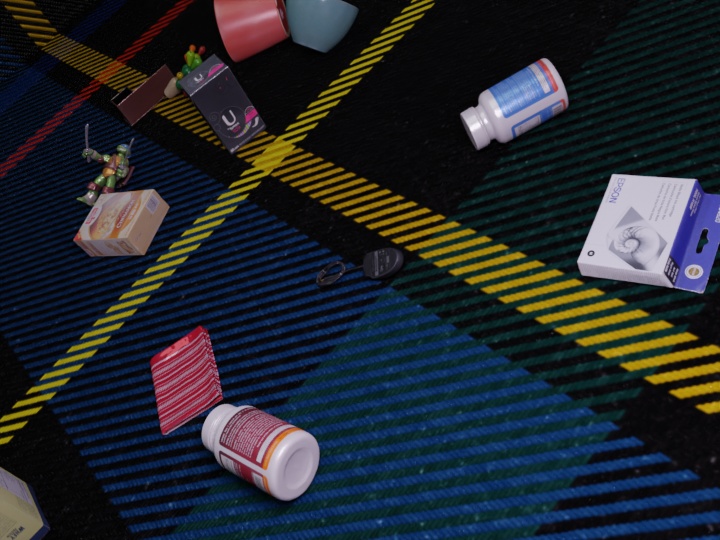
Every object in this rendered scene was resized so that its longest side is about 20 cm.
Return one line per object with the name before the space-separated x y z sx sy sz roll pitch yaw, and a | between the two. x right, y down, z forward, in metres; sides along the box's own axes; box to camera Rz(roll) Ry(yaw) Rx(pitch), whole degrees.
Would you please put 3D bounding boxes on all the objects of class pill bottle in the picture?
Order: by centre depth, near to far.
pill bottle | -0.172 0.295 1.270 0.197 0.114 0.114 15 62 38
pill bottle | 0.303 -0.326 1.514 0.197 0.113 0.113 -27 44 6

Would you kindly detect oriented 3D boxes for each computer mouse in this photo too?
computer mouse | 0.000 0.000 1.484 0.197 0.034 0.060 -13 64 29

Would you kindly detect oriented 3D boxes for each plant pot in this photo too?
plant pot | -0.116 -0.662 2.026 0.199 0.198 0.137 32 110 44
plant pot | -0.304 -0.719 2.181 0.174 0.202 0.203 -12 47 8

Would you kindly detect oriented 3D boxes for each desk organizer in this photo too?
desk organizer | -0.655 -0.543 2.308 0.200 0.077 0.071 -44 44 -10

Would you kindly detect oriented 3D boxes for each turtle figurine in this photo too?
turtle figurine | -0.694 -0.271 2.032 0.200 0.141 0.197 151 140 -78

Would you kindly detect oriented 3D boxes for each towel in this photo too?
towel | -0.352 0.214 1.515 0.143 0.023 0.201 -32 44 5

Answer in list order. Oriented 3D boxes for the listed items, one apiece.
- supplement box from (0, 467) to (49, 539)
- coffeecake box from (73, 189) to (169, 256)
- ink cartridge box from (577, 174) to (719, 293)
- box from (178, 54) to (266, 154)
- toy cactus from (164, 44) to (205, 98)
supplement box | -0.728 0.469 1.395 0.200 0.201 0.134 -45 44 -11
coffeecake box | -0.603 -0.119 1.916 0.196 0.073 0.156 -1 54 31
ink cartridge box | 0.479 -0.067 1.236 0.197 0.041 0.202 9 59 36
box | -0.348 -0.420 1.927 0.122 0.201 0.106 -38 43 -5
toy cactus | -0.516 -0.572 2.257 0.164 0.102 0.203 -34 42 29
